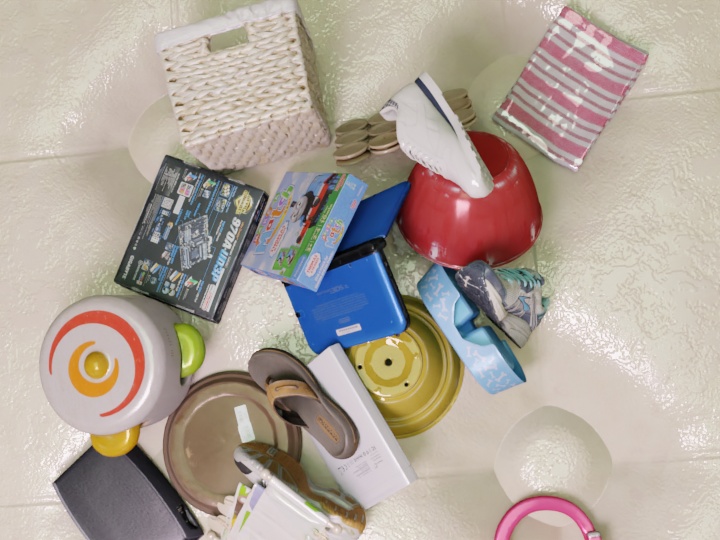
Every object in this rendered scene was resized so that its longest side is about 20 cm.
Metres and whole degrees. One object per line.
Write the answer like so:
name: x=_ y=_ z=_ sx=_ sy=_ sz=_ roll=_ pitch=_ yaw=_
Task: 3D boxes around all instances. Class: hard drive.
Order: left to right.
hard drive: x=-0.325 y=0.328 z=1.266 sx=0.135 sy=0.042 sz=0.200 roll=-42 pitch=80 yaw=-2
hard drive: x=-0.018 y=0.212 z=1.222 sx=0.027 sy=0.132 sz=0.201 roll=-22 pitch=76 yaw=-44

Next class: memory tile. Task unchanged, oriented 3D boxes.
memory tile: x=0.059 y=-0.198 z=1.266 sx=0.198 sy=0.154 sz=0.017 roll=-16 pitch=115 yaw=6

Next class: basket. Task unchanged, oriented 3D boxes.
basket: x=-0.151 y=-0.246 z=1.262 sx=0.197 sy=0.200 sz=0.162 roll=-15 pitch=82 yaw=3

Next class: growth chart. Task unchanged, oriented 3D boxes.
growth chart: x=-0.122 y=0.338 z=1.200 sx=0.144 sy=0.018 sz=0.200 roll=40 pitch=129 yaw=5

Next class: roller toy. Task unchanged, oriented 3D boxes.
roller toy: x=-0.329 y=0.127 z=1.240 sx=0.182 sy=0.140 sz=0.201 roll=36 pitch=94 yaw=11

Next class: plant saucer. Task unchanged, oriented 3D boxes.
plant saucer: x=-0.180 y=0.239 z=1.274 sx=0.198 sy=0.029 sz=0.202 roll=-1 pitch=80 yaw=6

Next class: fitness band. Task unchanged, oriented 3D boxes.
fitness band: x=0.246 y=0.397 z=1.202 sx=0.142 sy=0.037 sz=0.202 roll=-3 pitch=80 yaw=5

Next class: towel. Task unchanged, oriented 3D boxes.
towel: x=0.296 y=-0.258 z=1.305 sx=0.146 sy=0.030 sz=0.201 roll=33 pitch=86 yaw=10

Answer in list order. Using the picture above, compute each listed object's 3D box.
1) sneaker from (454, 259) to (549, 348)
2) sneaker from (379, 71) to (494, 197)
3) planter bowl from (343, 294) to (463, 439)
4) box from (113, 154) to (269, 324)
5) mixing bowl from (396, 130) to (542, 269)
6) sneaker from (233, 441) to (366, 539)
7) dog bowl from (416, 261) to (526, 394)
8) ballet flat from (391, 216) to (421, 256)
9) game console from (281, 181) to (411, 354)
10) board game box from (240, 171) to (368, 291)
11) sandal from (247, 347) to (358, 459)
sneaker: x=0.189 y=0.023 z=1.191 sx=0.086 sy=0.200 sz=0.078 roll=-47 pitch=56 yaw=0
sneaker: x=0.096 y=-0.155 z=1.146 sx=0.080 sy=0.076 sz=0.201 roll=-32 pitch=54 yaw=5
planter bowl: x=0.040 y=0.126 z=1.242 sx=0.198 sy=0.083 sz=0.202 roll=-1 pitch=82 yaw=6
box: x=-0.240 y=-0.046 z=1.315 sx=0.158 sy=0.046 sz=0.201 roll=20 pitch=83 yaw=8
mixing bowl: x=0.145 y=-0.111 z=1.213 sx=0.198 sy=0.109 sz=0.201 roll=-1 pitch=49 yaw=2
sneaker: x=-0.094 y=0.308 z=1.211 sx=0.199 sy=0.076 sz=0.088 roll=34 pitch=107 yaw=7
dog bowl: x=0.144 y=0.077 z=1.230 sx=0.049 sy=0.111 sz=0.201 roll=-36 pitch=79 yaw=12
ballet flat: x=0.138 y=-0.041 z=1.277 sx=0.198 sy=0.072 sz=0.072 roll=7 pitch=82 yaw=9
game console: x=0.000 y=0.000 z=1.222 sx=0.118 sy=0.199 sz=0.172 roll=-25 pitch=94 yaw=-41
board game box: x=-0.080 y=-0.058 z=1.233 sx=0.036 sy=0.200 sz=0.152 roll=29 pitch=82 yaw=-27
sandal: x=-0.085 y=0.178 z=1.217 sx=0.200 sy=0.054 sz=0.082 roll=45 pitch=131 yaw=23
